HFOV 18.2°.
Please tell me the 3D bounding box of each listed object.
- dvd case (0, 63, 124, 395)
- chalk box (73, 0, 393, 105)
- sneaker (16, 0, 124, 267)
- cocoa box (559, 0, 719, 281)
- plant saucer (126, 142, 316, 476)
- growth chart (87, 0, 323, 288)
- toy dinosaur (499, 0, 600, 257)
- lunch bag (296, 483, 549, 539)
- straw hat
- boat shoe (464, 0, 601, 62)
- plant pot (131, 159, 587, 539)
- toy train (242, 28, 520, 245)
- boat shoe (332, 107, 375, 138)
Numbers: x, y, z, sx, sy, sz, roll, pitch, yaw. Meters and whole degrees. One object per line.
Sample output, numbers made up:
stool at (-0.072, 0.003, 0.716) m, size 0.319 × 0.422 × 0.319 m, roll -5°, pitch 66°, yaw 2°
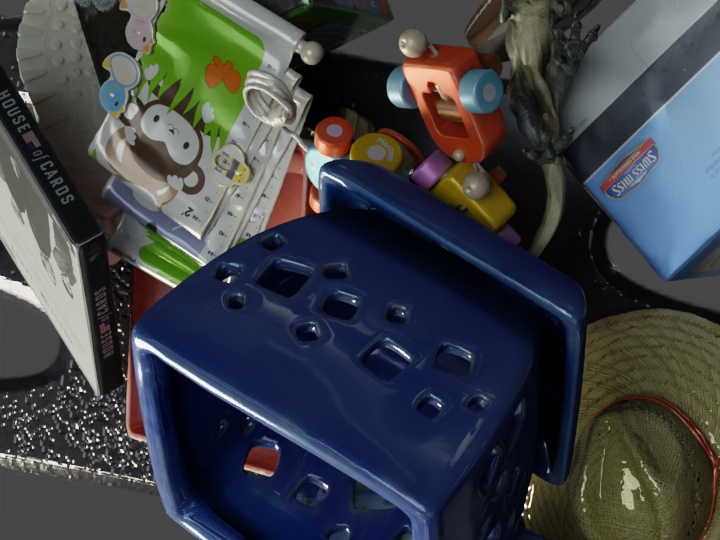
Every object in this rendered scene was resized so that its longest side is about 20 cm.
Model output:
dvd case at (-0.199, -0.025, 1.423) m, size 0.025 × 0.200 × 0.151 m, roll -27°, pitch 66°, yaw -16°
chalk box at (-0.067, -0.193, 1.392) m, size 0.199 × 0.124 × 0.126 m, roll -22°, pitch 82°, yaw 23°
sneaker at (-0.184, -0.100, 1.478) m, size 0.076 × 0.081 × 0.202 m, roll -5°, pitch 70°, yaw -7°
cocoa box at (0.219, -0.106, 1.256) m, size 0.200 × 0.133 × 0.131 m, roll -44°, pitch 75°, yaw 20°
plant saucer at (-0.080, 0.018, 1.415) m, size 0.199 × 0.036 × 0.202 m, roll 7°, pitch 95°, yaw 54°
growth chart at (-0.099, -0.080, 1.343) m, size 0.144 × 0.018 × 0.201 m, roll 23°, pitch 111°, yaw 16°
toy dinosaur at (0.097, -0.096, 1.203) m, size 0.047 × 0.088 × 0.202 m, roll -7°, pitch 96°, yaw -9°
lunch bag at (0.038, 0.203, 1.344) m, size 0.199 × 0.161 × 0.083 m, roll 8°, pitch 57°, yaw 26°
straw hat at (0.164, 0.126, 1.318) m, size 0.200 × 0.085 × 0.203 m, roll 1°, pitch 93°, yaw 25°
boat shoe at (0.129, -0.211, 1.332) m, size 0.072 × 0.076 × 0.200 m, roll 45°, pitch 100°, yaw 20°
plant pot at (0.011, 0.072, 1.213) m, size 0.199 × 0.201 × 0.180 m, roll 31°, pitch 62°, yaw 22°
toy train at (0.029, -0.078, 1.241) m, size 0.199 × 0.056 × 0.151 m, roll 5°, pitch 131°, yaw 51°
boat shoe at (0.000, 0.000, 1.406) m, size 0.064 × 0.071 × 0.202 m, roll 3°, pitch 93°, yaw -11°
